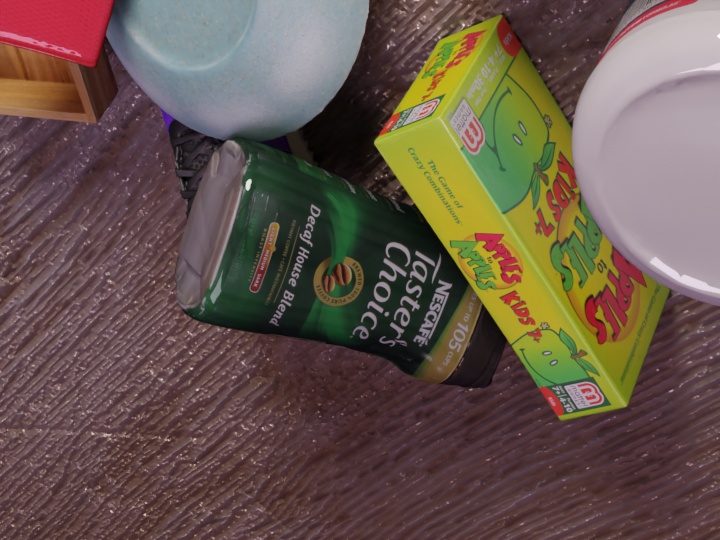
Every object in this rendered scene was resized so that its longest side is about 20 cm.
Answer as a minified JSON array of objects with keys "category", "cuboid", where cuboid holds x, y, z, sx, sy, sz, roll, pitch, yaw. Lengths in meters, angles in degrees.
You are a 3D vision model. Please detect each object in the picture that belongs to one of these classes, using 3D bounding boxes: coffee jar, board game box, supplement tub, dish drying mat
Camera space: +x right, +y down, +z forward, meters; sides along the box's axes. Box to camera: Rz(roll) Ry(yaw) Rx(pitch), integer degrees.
[{"category":"coffee jar","cuboid":[0.000,0.000,0.874,0.198,0.106,0.085,16,-174,-24]},{"category":"board game box","cuboid":[0.095,-0.027,0.842,0.047,0.102,0.201,-17,119,38]},{"category":"supplement tub","cuboid":[0.181,-0.094,0.656,0.139,0.201,0.141,16,136,17]},{"category":"dish drying mat","cuboid":[-0.151,-0.213,0.791,0.076,0.018,0.203,13,103,-10]}]

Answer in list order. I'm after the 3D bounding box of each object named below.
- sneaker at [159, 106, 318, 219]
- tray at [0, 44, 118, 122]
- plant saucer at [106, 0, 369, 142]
[{"category":"sneaker","cuboid":[-0.078,-0.055,0.918,0.069,0.100,0.201,-11,122,35]},{"category":"tray","cuboid":[-0.212,-0.180,0.871,0.097,0.037,0.202,7,135,20]},{"category":"plant saucer","cuboid":[-0.087,-0.164,0.821,0.199,0.039,0.204,14,115,31]}]
